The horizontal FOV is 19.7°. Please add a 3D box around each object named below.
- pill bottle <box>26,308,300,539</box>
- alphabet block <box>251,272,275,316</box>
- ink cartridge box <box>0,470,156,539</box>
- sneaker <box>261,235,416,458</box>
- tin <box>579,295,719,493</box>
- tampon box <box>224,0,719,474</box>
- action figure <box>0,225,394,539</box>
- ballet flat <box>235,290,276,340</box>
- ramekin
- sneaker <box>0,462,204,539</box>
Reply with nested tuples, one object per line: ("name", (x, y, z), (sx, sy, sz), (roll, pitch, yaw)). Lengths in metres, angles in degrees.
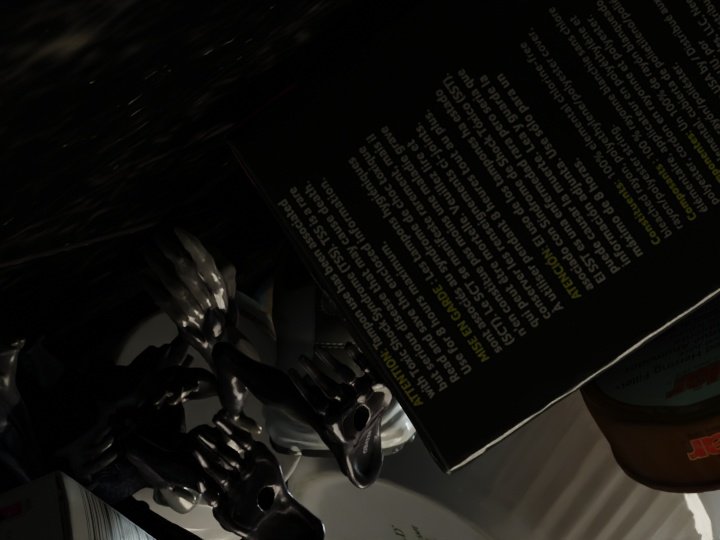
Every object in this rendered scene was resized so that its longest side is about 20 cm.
("pill bottle", (-0.110, 0.095, 0.972), (0.113, 0.113, 0.200), (-31, 175, -36))
("alphabet block", (0.060, 0.056, 1.243), (0.195, 0.200, 0.196), (-32, 176, -13))
("ink cartridge box", (-0.138, 0.153, 0.731), (0.200, 0.043, 0.196), (-21, 146, 15))
("sneaker", (0.000, 0.000, 0.847), (0.074, 0.079, 0.200), (1, -156, 1))
("tin", (0.135, 0.004, 0.772), (0.112, 0.042, 0.200), (-28, -155, 22))
("tampon box", (0.077, -0.045, 0.677), (0.200, 0.126, 0.150), (-34, 178, 2))
("action figure", (-0.079, 0.044, 0.748), (0.119, 0.102, 0.200), (-41, -153, -31))
("ballet flat", (-0.081, 0.044, 1.074), (0.065, 0.070, 0.200), (-62, -168, -26))
("ramekin", (0.058, 0.109, 0.943), (0.094, 0.202, 0.202), (-53, -174, -29))
("sneaker", (-0.112, 0.110, 0.848), (0.200, 0.091, 0.066), (11, -152, 36))
